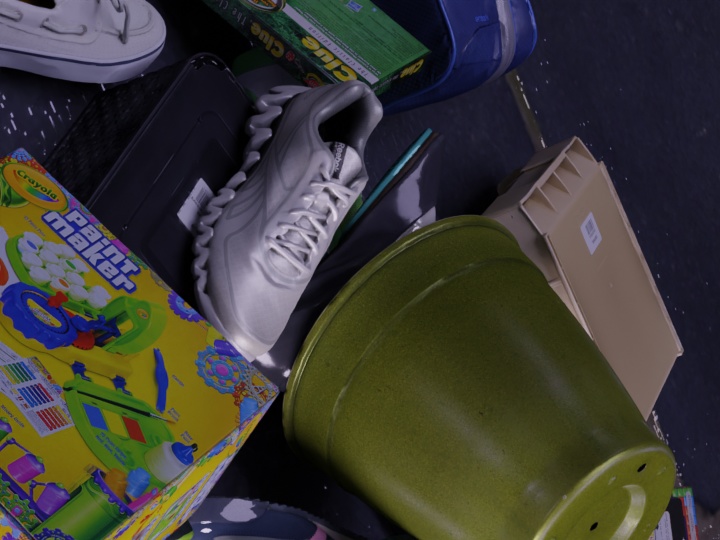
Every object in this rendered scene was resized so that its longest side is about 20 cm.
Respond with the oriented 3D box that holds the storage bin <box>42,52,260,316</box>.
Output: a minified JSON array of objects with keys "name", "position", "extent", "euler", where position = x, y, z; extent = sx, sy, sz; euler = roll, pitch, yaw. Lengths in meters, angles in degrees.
[{"name":"storage bin","position":[-0.128,-0.021,1.284],"extent":[0.136,0.093,0.201],"euler":[53,44,-24]}]

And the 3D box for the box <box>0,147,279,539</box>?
[{"name":"box","position":[-0.186,0.073,1.094],"extent":[0.200,0.122,0.192],"euler":[43,41,9]}]

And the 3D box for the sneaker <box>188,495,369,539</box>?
[{"name":"sneaker","position":[-0.046,0.200,1.332],"extent":[0.199,0.070,0.083],"euler":[27,60,-41]}]

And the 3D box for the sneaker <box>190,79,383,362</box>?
[{"name":"sneaker","position":[-0.042,-0.037,1.259],"extent":[0.075,0.081,0.201],"euler":[43,50,-36]}]

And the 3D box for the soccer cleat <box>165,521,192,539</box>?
[{"name":"soccer cleat","position":[-0.174,0.145,1.189],"extent":[0.199,0.067,0.082],"euler":[-2,67,-50]}]

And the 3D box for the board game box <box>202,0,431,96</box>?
[{"name":"board game box","position":[-0.055,-0.186,1.397],"extent":[0.200,0.024,0.105],"euler":[41,36,13]}]

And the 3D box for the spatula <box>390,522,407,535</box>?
[{"name":"spatula","position":[0.012,0.137,1.440],"extent":[0.021,0.056,0.201],"euler":[-90,156,-57]}]

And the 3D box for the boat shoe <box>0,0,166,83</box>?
[{"name":"boat shoe","position":[-0.182,-0.171,1.260],"extent":[0.201,0.086,0.075],"euler":[3,48,-47]}]

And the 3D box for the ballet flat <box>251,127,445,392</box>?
[{"name":"ballet flat","position":[0.000,0.000,1.331],"extent":[0.200,0.073,0.073],"euler":[-46,118,-11]}]

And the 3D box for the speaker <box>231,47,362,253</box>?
[{"name":"speaker","position":[-0.038,-0.048,1.410],"extent":[0.088,0.088,0.202],"euler":[2,77,-50]}]

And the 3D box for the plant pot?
[{"name":"plant pot","position":[0.088,0.103,1.298],"extent":[0.199,0.201,0.193],"euler":[3,32,-50]}]

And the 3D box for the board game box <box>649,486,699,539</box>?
[{"name":"board game box","position":[0.207,0.273,1.629],"extent":[0.165,0.056,0.202],"euler":[6,74,-48]}]

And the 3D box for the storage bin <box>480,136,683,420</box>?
[{"name":"storage bin","position":[0.149,0.025,1.567],"extent":[0.200,0.093,0.200],"euler":[65,25,-9]}]

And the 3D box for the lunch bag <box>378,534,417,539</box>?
[{"name":"lunch bag","position":[-0.008,0.260,1.299],"extent":[0.199,0.077,0.162],"euler":[-11,115,-39]}]

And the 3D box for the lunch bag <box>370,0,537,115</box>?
[{"name":"lunch bag","position":[0.031,-0.219,1.508],"extent":[0.132,0.135,0.202],"euler":[-19,92,-52]}]
